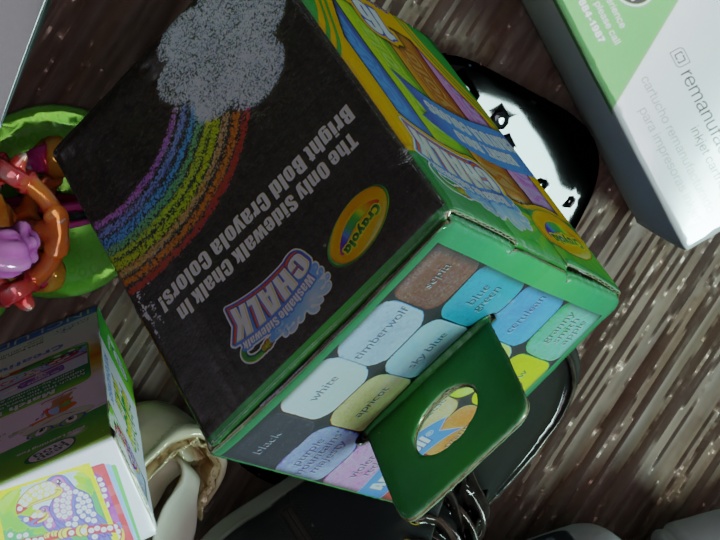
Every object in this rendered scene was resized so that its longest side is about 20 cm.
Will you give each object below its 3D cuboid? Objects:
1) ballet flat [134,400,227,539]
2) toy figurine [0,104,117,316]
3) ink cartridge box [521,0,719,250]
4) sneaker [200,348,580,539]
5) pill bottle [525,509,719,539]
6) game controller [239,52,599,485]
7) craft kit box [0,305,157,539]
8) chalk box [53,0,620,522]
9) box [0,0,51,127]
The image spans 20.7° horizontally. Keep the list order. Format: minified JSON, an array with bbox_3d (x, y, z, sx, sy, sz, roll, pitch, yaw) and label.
[{"bbox_3d":[-0.117,0.140,0.799,0.069,0.069,0.200,35,69,-13],"label":"ballet flat"},{"bbox_3d":[-0.173,-0.009,0.741,0.200,0.184,0.150,-2,101,-9],"label":"toy figurine"},{"bbox_3d":[0.179,-0.124,0.823,0.200,0.084,0.146,-31,104,-1],"label":"ink cartridge box"},{"bbox_3d":[0.034,0.100,0.800,0.200,0.106,0.075,-39,121,-16],"label":"sneaker"},{"bbox_3d":[0.077,0.176,0.846,0.200,0.120,0.120,-18,103,-5],"label":"pill bottle"},{"bbox_3d":[0.022,0.010,0.847,0.104,0.042,0.200,26,96,-12],"label":"game controller"},{"bbox_3d":[-0.180,0.090,0.752,0.200,0.198,0.049,-23,102,-3],"label":"craft kit box"},{"bbox_3d":[0.000,0.000,0.725,0.125,0.200,0.124,-44,145,18],"label":"chalk box"},{"bbox_3d":[-0.158,-0.149,0.708,0.124,0.200,0.149,20,97,-12],"label":"box"}]
